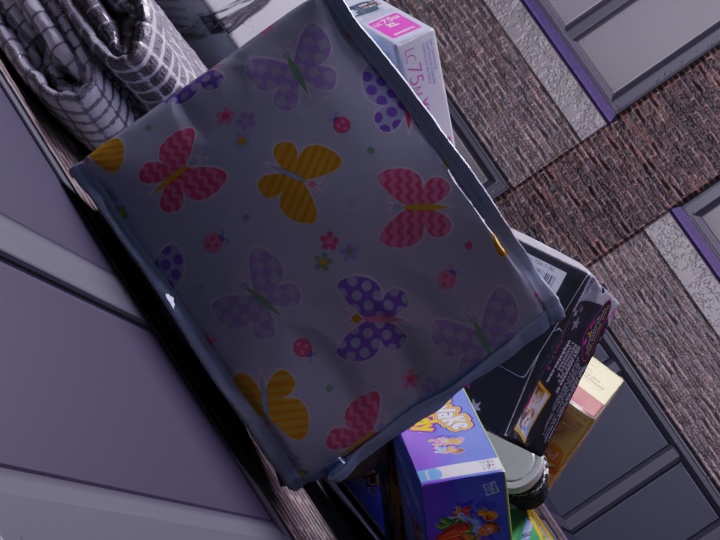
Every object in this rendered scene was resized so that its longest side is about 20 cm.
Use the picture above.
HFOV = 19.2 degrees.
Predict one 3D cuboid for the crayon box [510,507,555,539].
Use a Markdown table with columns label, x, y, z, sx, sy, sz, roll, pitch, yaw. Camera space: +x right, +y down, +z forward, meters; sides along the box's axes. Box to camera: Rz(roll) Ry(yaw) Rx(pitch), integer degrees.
| label | x | y | z | sx | sy | sz | roll | pitch | yaw |
| --- | --- | --- | --- | --- | --- | --- | --- | --- | --- |
| crayon box | 0.145 | 0.258 | 1.744 | 0.119 | 0.058 | 0.200 | 55 | 4 | -20 |

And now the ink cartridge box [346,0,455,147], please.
| label | x | y | z | sx | sy | sz | roll | pitch | yaw |
| --- | --- | --- | --- | --- | --- | --- | --- | --- | --- |
| ink cartridge box | -0.003 | -0.151 | 1.571 | 0.200 | 0.042 | 0.120 | 34 | -36 | 49 |

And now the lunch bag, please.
| label | x | y | z | sx | sy | sz | roll | pitch | yaw |
| --- | --- | --- | --- | --- | --- | --- | --- | --- | --- |
| lunch bag | -0.019 | -0.008 | 1.074 | 0.200 | 0.169 | 0.127 | 53 | 0 | 16 |

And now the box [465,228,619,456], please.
| label | x | y | z | sx | sy | sz | roll | pitch | yaw |
| --- | --- | --- | --- | --- | --- | --- | --- | --- | --- |
| box | 0.062 | 0.025 | 1.511 | 0.200 | 0.132 | 0.115 | 27 | -3 | 21 |

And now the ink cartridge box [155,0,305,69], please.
| label | x | y | z | sx | sy | sz | roll | pitch | yaw |
| --- | --- | --- | --- | --- | --- | --- | --- | --- | --- |
| ink cartridge box | -0.092 | -0.188 | 1.499 | 0.200 | 0.084 | 0.145 | 54 | -16 | -23 |

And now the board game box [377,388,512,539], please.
| label | x | y | z | sx | sy | sz | roll | pitch | yaw |
| --- | --- | --- | --- | --- | --- | --- | --- | --- | --- |
| board game box | 0.045 | 0.135 | 1.179 | 0.200 | 0.045 | 0.135 | -114 | -164 | -69 |

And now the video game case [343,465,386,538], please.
| label | x | y | z | sx | sy | sz | roll | pitch | yaw |
| --- | --- | --- | --- | --- | --- | --- | --- | --- | --- |
| video game case | -0.014 | 0.079 | 1.358 | 0.200 | 0.045 | 0.181 | 54 | 3 | -27 |

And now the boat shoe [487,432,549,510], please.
| label | x | y | z | sx | sy | sz | roll | pitch | yaw |
| --- | --- | --- | --- | --- | --- | --- | --- | --- | --- |
| boat shoe | 0.075 | 0.129 | 1.759 | 0.200 | 0.076 | 0.060 | 43 | -13 | 33 |

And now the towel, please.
| label | x | y | z | sx | sy | sz | roll | pitch | yaw |
| --- | --- | --- | --- | --- | --- | --- | --- | --- | --- |
| towel | -0.155 | -0.149 | 1.205 | 0.200 | 0.085 | 0.166 | 57 | 3 | 24 |

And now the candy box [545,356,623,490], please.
| label | x | y | z | sx | sy | sz | roll | pitch | yaw |
| --- | --- | --- | --- | --- | --- | --- | --- | --- | --- |
| candy box | 0.133 | 0.124 | 1.809 | 0.115 | 0.055 | 0.200 | 38 | -36 | 10 |

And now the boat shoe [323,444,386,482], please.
| label | x | y | z | sx | sy | sz | roll | pitch | yaw |
| --- | --- | --- | --- | --- | --- | --- | --- | --- | --- |
| boat shoe | -0.048 | 0.028 | 1.195 | 0.072 | 0.076 | 0.200 | 58 | 8 | -83 |
